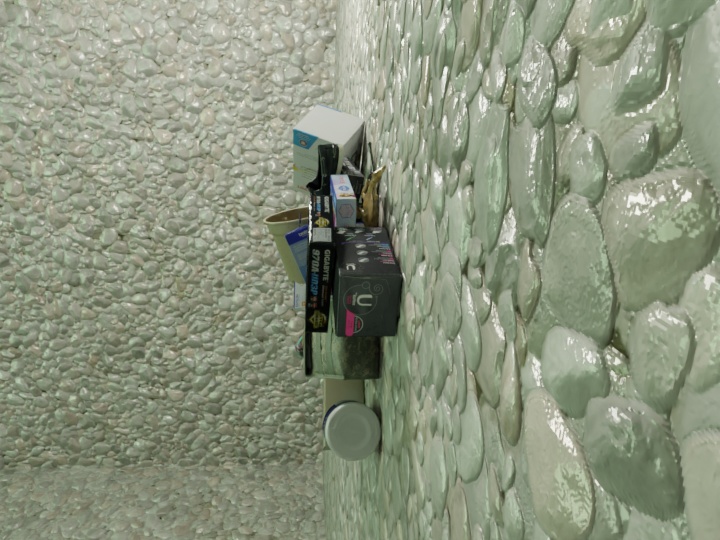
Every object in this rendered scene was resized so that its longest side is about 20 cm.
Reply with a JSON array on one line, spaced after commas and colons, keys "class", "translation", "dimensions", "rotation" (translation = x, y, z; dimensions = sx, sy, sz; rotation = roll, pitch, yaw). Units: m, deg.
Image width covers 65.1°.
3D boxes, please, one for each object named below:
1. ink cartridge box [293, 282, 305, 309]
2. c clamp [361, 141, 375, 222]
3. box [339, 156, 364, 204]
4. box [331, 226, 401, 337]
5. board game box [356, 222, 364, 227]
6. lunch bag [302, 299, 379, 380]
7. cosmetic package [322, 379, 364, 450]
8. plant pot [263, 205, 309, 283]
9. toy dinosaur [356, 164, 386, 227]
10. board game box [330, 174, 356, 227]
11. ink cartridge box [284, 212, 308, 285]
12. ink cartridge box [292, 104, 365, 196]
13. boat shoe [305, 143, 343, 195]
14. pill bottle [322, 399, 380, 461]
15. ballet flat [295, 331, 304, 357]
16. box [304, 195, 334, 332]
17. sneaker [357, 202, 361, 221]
[{"class": "ink cartridge box", "translation": [-0.103, 0.012, 1.652], "dimensions": [0.041, 0.199, 0.201], "rotation": [31, -125, -58]}, {"class": "c clamp", "translation": [0.021, -0.170, 1.272], "dimensions": [0.200, 0.027, 0.172], "rotation": [126, 140, -77]}, {"class": "box", "translation": [-0.051, -0.155, 1.345], "dimensions": [0.158, 0.049, 0.201], "rotation": [-117, 37, -59]}, {"class": "box", "translation": [0.003, 0.014, 0.998], "dimensions": [0.200, 0.105, 0.123], "rotation": [-102, 14, -63]}, {"class": "board game box", "translation": [0.000, 0.000, 1.267], "dimensions": [0.200, 0.044, 0.135], "rotation": [98, 170, -64]}, {"class": "lunch bag", "translation": [-0.060, 0.144, 1.188], "dimensions": [0.199, 0.117, 0.165], "rotation": [-9, 77, 50]}, {"class": "cosmetic package", "translation": [-0.043, 0.340, 1.405], "dimensions": [0.073, 0.103, 0.201], "rotation": [105, 164, -64]}, {"class": "plant pot", "translation": [-0.151, -0.069, 1.557], "dimensions": [0.201, 0.199, 0.185], "rotation": [-111, 9, -74]}, {"class": "toy dinosaur", "translation": [0.017, -0.109, 1.122], "dimensions": [0.101, 0.058, 0.202], "rotation": [-122, 33, -77]}, {"class": "board game box", "translation": [-0.038, -0.079, 1.175], "dimensions": [0.200, 0.041, 0.201], "rotation": [-105, 15, -68]}, {"class": "ink cartridge box", "translation": [-0.118, -0.036, 1.325], "dimensions": [0.136, 0.076, 0.201], "rotation": [-144, 29, -83]}, {"class": "ink cartridge box", "translation": [-0.088, -0.311, 1.528], "dimensions": [0.201, 0.146, 0.146], "rotation": [98, -161, -47]}, {"class": "boat shoe", "translation": [-0.090, -0.197, 1.290], "dimensions": [0.075, 0.066, 0.200], "rotation": [-110, 31, -49]}, {"class": "pill bottle", "translation": [-0.024, 0.329, 1.180], "dimensions": [0.200, 0.110, 0.112], "rotation": [118, 153, -77]}, {"class": "ballet flat", "translation": [-0.059, 0.169, 1.332], "dimensions": [0.069, 0.199, 0.071], "rotation": [54, 126, 43]}, {"class": "box", "translation": [-0.076, -0.012, 1.030], "dimensions": [0.159, 0.046, 0.201], "rotation": [-96, 10, -54]}, {"class": "sneaker", "translation": [-0.031, -0.124, 1.523], "dimensions": [0.199, 0.076, 0.115], "rotation": [124, 145, -85]}]
